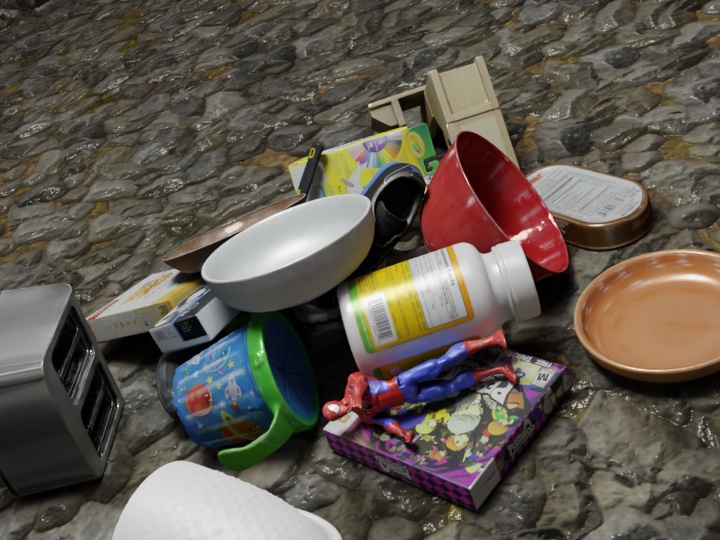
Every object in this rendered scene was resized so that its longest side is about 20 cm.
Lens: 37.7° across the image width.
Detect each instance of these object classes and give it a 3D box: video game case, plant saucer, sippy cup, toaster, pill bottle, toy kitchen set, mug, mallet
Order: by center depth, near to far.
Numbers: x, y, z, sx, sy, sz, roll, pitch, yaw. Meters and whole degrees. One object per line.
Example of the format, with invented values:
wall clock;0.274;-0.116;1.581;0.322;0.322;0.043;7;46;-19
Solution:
mug;-0.095;0.258;0.938;0.173;0.151;0.199;12;13;28
video game case;0.088;0.143;1.088;0.198;0.036;0.181;14;47;42
plant saucer;0.323;0.051;1.098;0.196;0.038;0.202;-13;33;9
pill bottle;0.083;0.038;1.107;0.196;0.112;0.112;-18;32;4
sippy cup;-0.130;0.128;1.152;0.128;0.142;0.178;-22;4;15
toaster;-0.366;0.138;1.204;0.116;0.183;0.201;-12;32;9
plant saucer;-0.153;-0.043;1.322;0.197;0.033;0.200;-24;10;4
mallet;-0.080;-0.068;1.388;0.065;0.041;0.203;26;95;45
toy kitchen set;0.112;-0.172;1.508;0.160;0.184;0.200;-17;-8;-3

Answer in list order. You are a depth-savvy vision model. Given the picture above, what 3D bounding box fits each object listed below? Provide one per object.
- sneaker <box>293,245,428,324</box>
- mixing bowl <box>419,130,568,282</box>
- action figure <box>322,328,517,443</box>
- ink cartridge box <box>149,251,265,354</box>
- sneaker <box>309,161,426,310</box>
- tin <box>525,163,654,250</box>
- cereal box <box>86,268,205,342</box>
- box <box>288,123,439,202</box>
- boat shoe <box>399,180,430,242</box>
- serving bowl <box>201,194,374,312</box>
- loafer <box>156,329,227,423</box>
sneaker;0.000;0.000;1.297;0.196;0.089;0.082;-14;32;8
mixing bowl;0.141;-0.049;1.233;0.108;0.199;0.202;-40;24;26
action figure;0.056;0.124;1.034;0.196;0.066;0.099;-17;21;7
ink cartridge box;-0.152;0.021;1.247;0.099;0.040;0.200;-19;18;43
sneaker;0.005;-0.038;1.217;0.202;0.070;0.078;-58;17;2
tin;0.275;-0.084;1.324;0.111;0.042;0.199;-33;34;-28
cereal box;-0.251;0.035;1.359;0.198;0.040;0.144;-12;18;42
box;0.012;-0.119;1.436;0.196;0.119;0.048;-17;9;5
boat shoe;0.073;-0.082;1.336;0.074;0.070;0.198;19;21;33
serving bowl;-0.070;-0.009;1.142;0.197;0.067;0.201;-20;19;7
loafer;-0.195;0.102;1.264;0.070;0.068;0.202;-31;25;19
